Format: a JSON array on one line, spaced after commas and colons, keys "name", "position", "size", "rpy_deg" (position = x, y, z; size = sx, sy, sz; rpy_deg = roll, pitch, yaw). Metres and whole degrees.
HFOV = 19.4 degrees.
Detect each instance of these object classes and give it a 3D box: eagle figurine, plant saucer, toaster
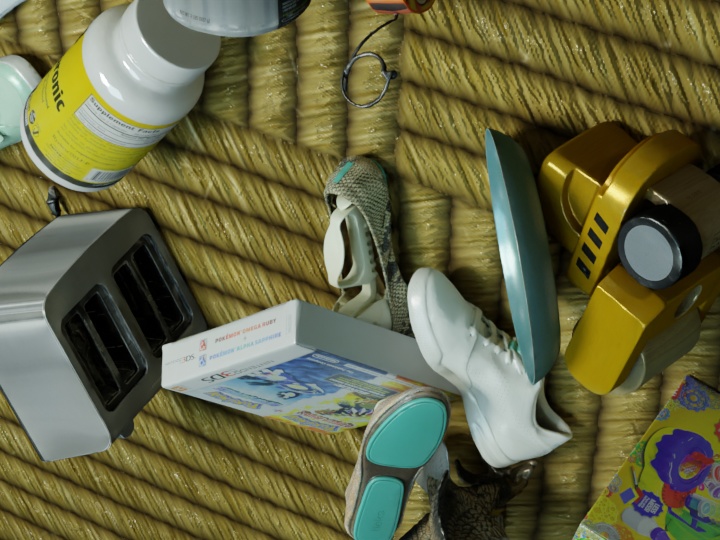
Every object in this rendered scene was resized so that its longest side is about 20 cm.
[{"name": "eagle figurine", "position": [0.085, 0.242, 1.826], "size": [0.150, 0.200, 0.152], "rpy_deg": [-2, 122, 38]}, {"name": "plant saucer", "position": [0.127, -0.013, 1.627], "size": [0.027, 0.200, 0.201], "rpy_deg": [-10, 124, -1]}, {"name": "toaster", "position": [-0.255, 0.048, 1.946], "size": [0.118, 0.181, 0.201], "rpy_deg": [-7, 119, 37]}]

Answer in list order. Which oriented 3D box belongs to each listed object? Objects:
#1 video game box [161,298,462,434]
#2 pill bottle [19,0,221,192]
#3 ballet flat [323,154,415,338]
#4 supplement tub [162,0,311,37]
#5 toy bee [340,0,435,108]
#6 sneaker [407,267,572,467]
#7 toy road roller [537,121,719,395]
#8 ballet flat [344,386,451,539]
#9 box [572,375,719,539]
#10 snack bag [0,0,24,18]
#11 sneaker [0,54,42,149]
[{"name": "video game box", "position": [-0.041, 0.087, 1.829], "size": [0.199, 0.047, 0.182], "rpy_deg": [19, 156, -38]}, {"name": "pill bottle", "position": [-0.200, -0.157, 1.790], "size": [0.111, 0.111, 0.200], "rpy_deg": [47, 137, -5]}, {"name": "ballet flat", "position": [0.000, 0.000, 1.790], "size": [0.068, 0.075, 0.201], "rpy_deg": [12, 130, 33]}, {"name": "supplement tub", "position": [-0.098, -0.289, 1.599], "size": [0.122, 0.123, 0.201], "rpy_deg": [18, 132, 25]}, {"name": "toy bee", "position": [0.021, -0.235, 1.584], "size": [0.131, 0.109, 0.201], "rpy_deg": [28, 111, 27]}, {"name": "sneaker", "position": [0.114, 0.073, 1.779], "size": [0.088, 0.075, 0.200], "rpy_deg": [-16, 118, 30]}, {"name": "toy road roller", "position": [0.200, -0.021, 1.596], "size": [0.146, 0.123, 0.201], "rpy_deg": [40, 135, 23]}, {"name": "ballet flat", "position": [0.025, 0.152, 1.817], "size": [0.068, 0.067, 0.200], "rpy_deg": [11, 131, -15]}, {"name": "box", "position": [0.244, 0.231, 1.698], "size": [0.122, 0.200, 0.193], "rpy_deg": [32, 136, 13]}, {"name": "snack bag", "position": [-0.396, -0.288, 1.899], "size": [0.200, 0.021, 0.188], "rpy_deg": [51, 138, -8]}, {"name": "sneaker", "position": [-0.370, -0.120, 1.942], "size": [0.074, 0.118, 0.200], "rpy_deg": [52, 136, -7]}]
